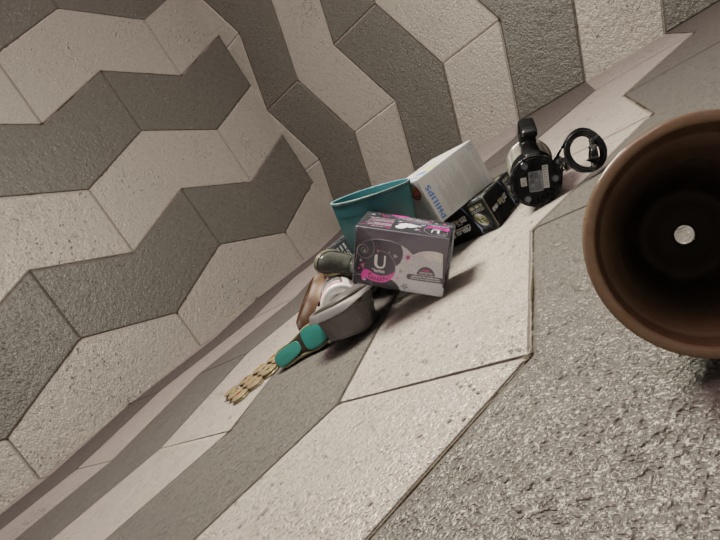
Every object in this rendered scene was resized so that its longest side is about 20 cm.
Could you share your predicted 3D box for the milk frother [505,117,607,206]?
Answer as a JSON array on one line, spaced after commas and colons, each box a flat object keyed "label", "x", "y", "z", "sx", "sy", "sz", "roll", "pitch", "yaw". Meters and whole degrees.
[{"label": "milk frother", "x": 0.450, "y": -0.258, "z": 1.335, "sx": 0.196, "sy": 0.184, "sz": 0.189, "roll": 8, "pitch": 26, "yaw": 8}]

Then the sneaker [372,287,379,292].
[{"label": "sneaker", "x": 0.057, "y": 0.018, "z": 1.605, "sx": 0.199, "sy": 0.074, "sz": 0.084, "roll": -33, "pitch": -19, "yaw": 36}]

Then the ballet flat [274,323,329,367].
[{"label": "ballet flat", "x": -0.135, "y": 0.180, "z": 1.434, "sx": 0.198, "sy": 0.070, "sz": 0.070, "roll": -32, "pitch": 9, "yaw": 26}]

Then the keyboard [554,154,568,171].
[{"label": "keyboard", "x": 0.503, "y": -0.274, "z": 1.509, "sx": 0.103, "sy": 0.040, "sz": 0.200, "roll": -31, "pitch": 11, "yaw": 27}]

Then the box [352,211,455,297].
[{"label": "box", "x": 0.091, "y": -0.035, "z": 1.202, "sx": 0.196, "sy": 0.135, "sz": 0.115, "roll": 9, "pitch": 22, "yaw": 13}]

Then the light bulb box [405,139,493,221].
[{"label": "light bulb box", "x": 0.194, "y": -0.210, "z": 1.466, "sx": 0.199, "sy": 0.126, "sz": 0.198, "roll": -38, "pitch": 10, "yaw": -21}]

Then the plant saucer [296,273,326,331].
[{"label": "plant saucer", "x": -0.148, "y": 0.092, "z": 1.673, "sx": 0.200, "sy": 0.036, "sz": 0.204, "roll": -158, "pitch": 89, "yaw": -82}]

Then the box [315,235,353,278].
[{"label": "box", "x": -0.029, "y": -0.047, "z": 1.947, "sx": 0.199, "sy": 0.149, "sz": 0.104, "roll": -39, "pitch": 10, "yaw": -34}]

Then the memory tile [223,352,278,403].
[{"label": "memory tile", "x": -0.279, "y": 0.286, "z": 1.545, "sx": 0.199, "sy": 0.017, "sz": 0.153, "roll": -39, "pitch": 9, "yaw": -22}]

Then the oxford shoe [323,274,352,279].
[{"label": "oxford shoe", "x": -0.024, "y": 0.010, "z": 1.658, "sx": 0.197, "sy": 0.076, "sz": 0.070, "roll": -5, "pitch": 9, "yaw": -32}]

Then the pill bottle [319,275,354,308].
[{"label": "pill bottle", "x": -0.055, "y": 0.073, "z": 1.519, "sx": 0.110, "sy": 0.112, "sz": 0.200, "roll": -34, "pitch": 9, "yaw": 1}]

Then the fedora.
[{"label": "fedora", "x": -0.024, "y": 0.101, "z": 1.321, "sx": 0.175, "sy": 0.091, "sz": 0.199, "roll": -26, "pitch": 6, "yaw": 39}]

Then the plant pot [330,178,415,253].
[{"label": "plant pot", "x": 0.048, "y": -0.098, "z": 1.358, "sx": 0.196, "sy": 0.191, "sz": 0.200, "roll": -16, "pitch": 13, "yaw": 4}]

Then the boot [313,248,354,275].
[{"label": "boot", "x": 0.000, "y": -0.002, "z": 1.487, "sx": 0.179, "sy": 0.074, "sz": 0.199, "roll": -4, "pitch": 20, "yaw": -38}]

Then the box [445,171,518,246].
[{"label": "box", "x": 0.293, "y": -0.151, "z": 1.482, "sx": 0.199, "sy": 0.087, "sz": 0.164, "roll": -26, "pitch": 13, "yaw": 46}]

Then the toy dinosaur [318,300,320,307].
[{"label": "toy dinosaur", "x": -0.093, "y": 0.104, "z": 1.748, "sx": 0.199, "sy": 0.059, "sz": 0.101, "roll": -38, "pitch": -9, "yaw": 15}]

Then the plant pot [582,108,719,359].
[{"label": "plant pot", "x": 0.316, "y": -0.036, "z": 0.539, "sx": 0.198, "sy": 0.203, "sz": 0.174, "roll": -30, "pitch": -7, "yaw": 23}]
